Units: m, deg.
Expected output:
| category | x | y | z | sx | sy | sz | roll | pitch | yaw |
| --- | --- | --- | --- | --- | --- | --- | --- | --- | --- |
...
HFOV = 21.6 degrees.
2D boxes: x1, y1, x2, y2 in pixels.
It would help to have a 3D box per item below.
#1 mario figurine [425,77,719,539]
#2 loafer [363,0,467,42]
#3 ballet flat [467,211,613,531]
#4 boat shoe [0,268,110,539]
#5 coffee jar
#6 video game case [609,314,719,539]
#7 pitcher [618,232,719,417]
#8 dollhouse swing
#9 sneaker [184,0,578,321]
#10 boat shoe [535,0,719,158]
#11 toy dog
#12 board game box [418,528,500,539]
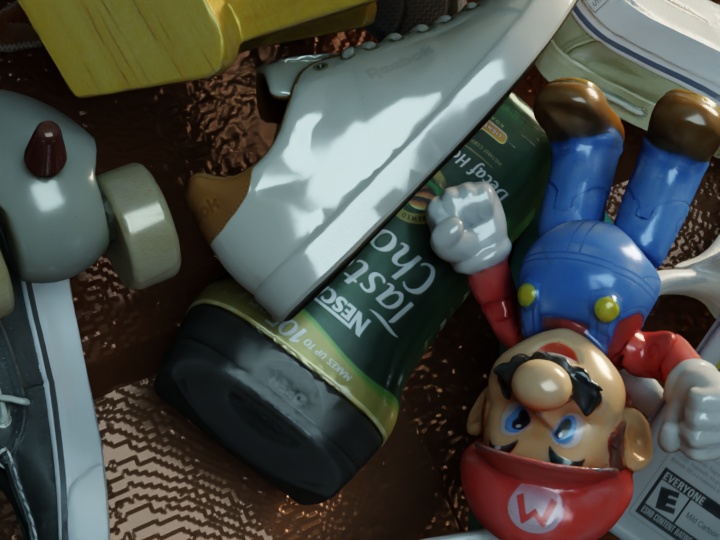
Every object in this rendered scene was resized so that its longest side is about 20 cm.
| category | x | y | z | sx | sy | sz | roll | pitch | yaw |
| --- | --- | --- | --- | --- | --- | --- | --- | --- | --- |
| mario figurine | 0.089 | 0.015 | 0.762 | 0.105 | 0.123 | 0.202 | 26 | 69 | -29 |
| loafer | -0.005 | -0.195 | 0.888 | 0.201 | 0.072 | 0.063 | 57 | 29 | 0 |
| ballet flat | 0.096 | 0.053 | 0.861 | 0.067 | 0.070 | 0.202 | 15 | 74 | -10 |
| boat shoe | -0.147 | 0.058 | 0.784 | 0.067 | 0.074 | 0.201 | -8 | 79 | -15 |
| coffee jar | 0.000 | 0.000 | 0.835 | 0.104 | 0.085 | 0.201 | 37 | 71 | -5 |
| video game case | 0.228 | 0.084 | 0.800 | 0.199 | 0.023 | 0.183 | 34 | 95 | -2 |
| pitcher | 0.208 | 0.065 | 0.860 | 0.171 | 0.121 | 0.201 | -30 | 94 | -25 |
| dollhouse swing | -0.034 | -0.166 | 0.763 | 0.175 | 0.200 | 0.183 | -30 | 91 | 22 |
| sneaker | 0.010 | -0.077 | 0.776 | 0.085 | 0.073 | 0.200 | 45 | 73 | 3 |
| boat shoe | 0.172 | -0.088 | 0.921 | 0.199 | 0.062 | 0.072 | 24 | 37 | -26 |
| toy dog | -0.150 | -0.070 | 0.759 | 0.200 | 0.097 | 0.132 | 40 | 56 | 20 |
| board game box | 0.010 | 0.181 | 0.794 | 0.198 | 0.035 | 0.128 | -11 | 81 | 1 |
